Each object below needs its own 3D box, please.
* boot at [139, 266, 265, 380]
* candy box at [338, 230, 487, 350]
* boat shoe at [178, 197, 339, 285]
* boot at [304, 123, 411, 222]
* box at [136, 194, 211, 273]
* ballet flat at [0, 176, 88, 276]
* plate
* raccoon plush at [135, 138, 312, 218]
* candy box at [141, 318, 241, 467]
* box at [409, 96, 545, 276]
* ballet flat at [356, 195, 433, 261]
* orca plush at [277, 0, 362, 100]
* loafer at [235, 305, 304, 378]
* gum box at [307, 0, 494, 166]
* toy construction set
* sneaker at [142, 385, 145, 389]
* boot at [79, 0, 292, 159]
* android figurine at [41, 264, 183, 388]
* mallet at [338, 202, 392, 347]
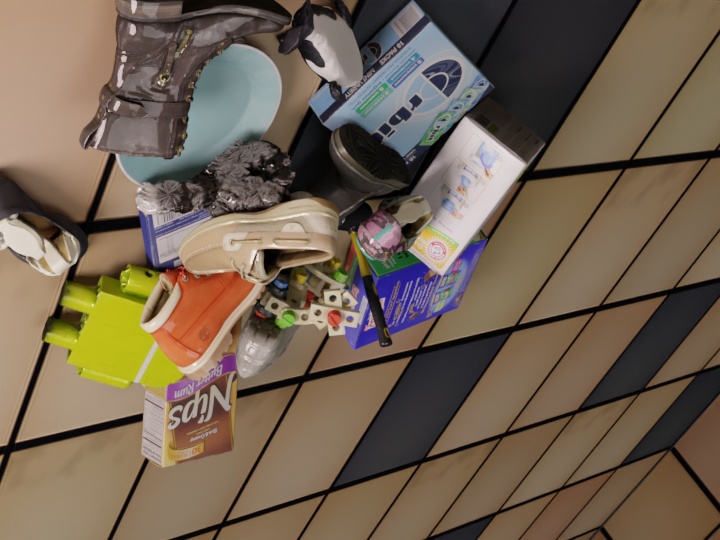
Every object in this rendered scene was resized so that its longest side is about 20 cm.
[{"bbox_3d":[-0.174,0.013,1.399,0.107,0.074,0.202,43,61,-30],"label":"boot"},{"bbox_3d":[0.069,0.010,1.777,0.198,0.077,0.170,-20,149,-30],"label":"candy box"},{"bbox_3d":[-0.112,-0.021,1.309,0.197,0.066,0.072,-13,152,25],"label":"boat shoe"},{"bbox_3d":[-0.054,-0.089,1.470,0.198,0.074,0.181,-24,156,22],"label":"boot"},{"bbox_3d":[-0.197,-0.031,1.448,0.120,0.032,0.202,-24,141,-22],"label":"box"},{"bbox_3d":[-0.339,-0.031,1.271,0.073,0.073,0.200,-37,152,2],"label":"ballet flat"},{"bbox_3d":[-0.174,-0.167,1.299,0.198,0.026,0.201,-27,149,-18],"label":"plate"},{"bbox_3d":[-0.148,-0.072,1.376,0.197,0.098,0.135,0,147,-3],"label":"raccoon plush"},{"bbox_3d":[-0.217,0.142,1.575,0.116,0.056,0.203,-8,109,-42],"label":"candy box"},{"bbox_3d":[0.138,-0.111,1.611,0.201,0.101,0.112,-54,175,29],"label":"box"},{"bbox_3d":[0.050,-0.061,1.497,0.071,0.070,0.200,-35,-178,18],"label":"ballet flat"},{"bbox_3d":[-0.057,-0.231,1.283,0.070,0.107,0.200,0,-171,16],"label":"orca plush"},{"bbox_3d":[-0.122,0.079,1.604,0.070,0.069,0.200,-62,176,21],"label":"loafer"},{"bbox_3d":[0.053,-0.212,1.464,0.170,0.045,0.199,-42,150,12],"label":"gum box"},{"bbox_3d":[-0.065,0.033,1.573,0.130,0.200,0.093,27,100,-13],"label":"toy construction set"},{"bbox_3d":[-0.246,0.162,1.632,0.070,0.094,0.201,-31,151,-9],"label":"sneaker"},{"bbox_3d":[-0.171,-0.191,1.190,0.197,0.069,0.176,-4,126,-29],"label":"boot"},{"bbox_3d":[-0.270,0.073,1.450,0.197,0.041,0.183,16,126,-23],"label":"android figurine"},{"bbox_3d":[0.000,0.000,1.571,0.041,0.203,0.065,-27,155,36],"label":"mallet"}]
